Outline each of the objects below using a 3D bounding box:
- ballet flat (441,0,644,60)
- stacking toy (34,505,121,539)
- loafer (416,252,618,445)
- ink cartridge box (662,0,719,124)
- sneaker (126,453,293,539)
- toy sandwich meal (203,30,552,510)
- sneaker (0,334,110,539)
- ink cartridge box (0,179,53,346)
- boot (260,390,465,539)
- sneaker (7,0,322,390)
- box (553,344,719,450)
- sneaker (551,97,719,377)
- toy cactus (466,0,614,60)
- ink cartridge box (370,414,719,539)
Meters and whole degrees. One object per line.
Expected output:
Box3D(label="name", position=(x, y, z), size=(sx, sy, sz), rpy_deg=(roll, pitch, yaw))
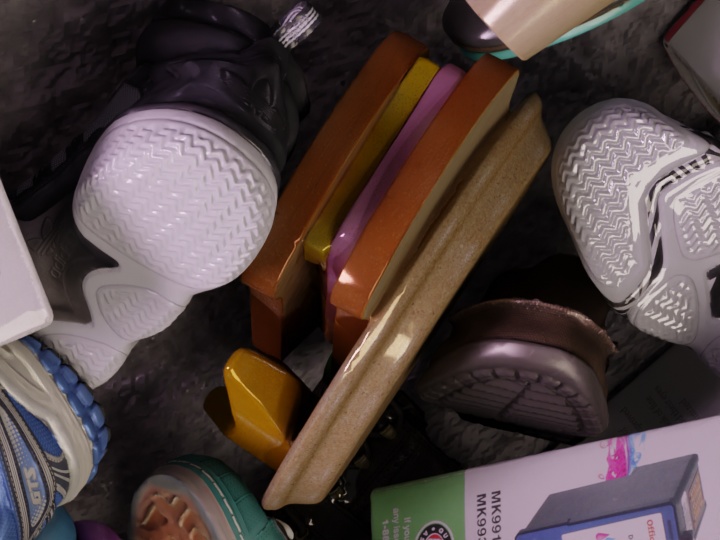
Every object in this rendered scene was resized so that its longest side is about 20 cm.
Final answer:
Box3D(label="ballet flat", position=(0.116, -0.143, 1.059), size=(0.200, 0.068, 0.068), rpy_deg=(-22, 122, -8))
Box3D(label="stacking toy", position=(-0.167, 0.089, 1.055), size=(0.200, 0.085, 0.085), rpy_deg=(38, 104, -21))
Box3D(label="loafer", position=(0.064, 0.025, 1.129), size=(0.073, 0.200, 0.071), rpy_deg=(12, 85, 2))
Box3D(label="ink cartridge box", position=(0.243, -0.084, 1.172), size=(0.200, 0.083, 0.147), rpy_deg=(27, 110, -43))
Box3D(label="sneaker", position=(-0.027, 0.145, 1.147), size=(0.080, 0.071, 0.200), rpy_deg=(-42, 124, -35))
Box3D(label="toy sandwich meal", position=(0.000, 0.000, 1.076), size=(0.205, 0.070, 0.205), rpy_deg=(-57, 177, -4))
Box3D(label="sneaker", position=(-0.170, 0.029, 0.977), size=(0.200, 0.085, 0.077), rpy_deg=(44, 141, -23))
Box3D(label="ink cartridge box", position=(-0.212, -0.042, 0.897), size=(0.176, 0.045, 0.200), rpy_deg=(-24, 106, -13))
Box3D(label="boot", position=(-0.042, 0.113, 1.197), size=(0.174, 0.069, 0.200), rpy_deg=(-49, 136, 6))
Box3D(label="sneaker", position=(-0.083, -0.028, 1.028), size=(0.075, 0.114, 0.200), rpy_deg=(43, 138, -17))
Box3D(label="box", position=(0.136, 0.151, 1.264), size=(0.200, 0.152, 0.106), rpy_deg=(-41, 136, 8))
Box3D(label="sneaker", position=(0.129, -0.019, 1.144), size=(0.075, 0.115, 0.200), rpy_deg=(-45, 127, 10))
Box3D(label="toy cactus", position=(0.104, -0.142, 0.989), size=(0.165, 0.102, 0.200), rpy_deg=(-42, 95, 8))
Box3D(label="ink cartridge box", position=(0.109, 0.141, 1.102), size=(0.200, 0.145, 0.088), rpy_deg=(-13, 156, 29))
